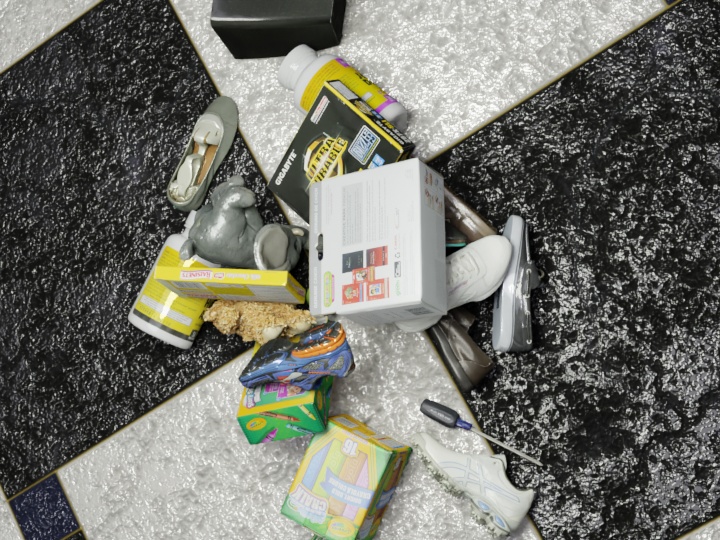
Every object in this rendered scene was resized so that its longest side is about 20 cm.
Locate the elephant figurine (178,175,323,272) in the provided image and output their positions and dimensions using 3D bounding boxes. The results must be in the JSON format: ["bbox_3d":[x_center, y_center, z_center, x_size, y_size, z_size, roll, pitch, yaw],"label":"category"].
[{"bbox_3d":[-0.149,-0.034,1.605,0.200,0.142,0.155,42,96,-19],"label":"elephant figurine"}]

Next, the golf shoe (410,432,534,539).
[{"bbox_3d":[0.163,0.293,1.569,0.200,0.078,0.097,43,79,10],"label":"golf shoe"}]

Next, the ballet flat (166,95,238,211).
[{"bbox_3d":[-0.254,-0.190,1.731,0.067,0.064,0.201,22,90,17],"label":"ballet flat"}]

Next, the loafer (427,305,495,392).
[{"bbox_3d":[0.135,0.079,1.595,0.071,0.073,0.201,-27,79,-1],"label":"loafer"}]

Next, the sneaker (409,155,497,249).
[{"bbox_3d":[0.110,-0.095,1.614,0.200,0.070,0.076,44,102,17],"label":"sneaker"}]

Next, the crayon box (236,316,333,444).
[{"bbox_3d":[-0.104,0.160,1.590,0.118,0.200,0.058,-13,123,15],"label":"crayon box"}]

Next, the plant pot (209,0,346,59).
[{"bbox_3d":[-0.114,-0.436,1.658,0.176,0.200,0.201,8,86,6],"label":"plant pot"}]

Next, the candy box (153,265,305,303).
[{"bbox_3d":[-0.187,0.020,1.556,0.199,0.102,0.027,3,76,13],"label":"candy box"}]

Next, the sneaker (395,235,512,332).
[{"bbox_3d":[0.131,0.016,1.516,0.200,0.100,0.075,-36,70,-2],"label":"sneaker"}]

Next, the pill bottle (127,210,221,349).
[{"bbox_3d":[-0.273,0.012,1.689,0.111,0.111,0.201,26,88,17],"label":"pill bottle"}]

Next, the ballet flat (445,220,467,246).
[{"bbox_3d":[0.070,-0.063,1.588,0.199,0.068,0.069,-4,90,42],"label":"ballet flat"}]

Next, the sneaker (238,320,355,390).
[{"bbox_3d":[-0.091,0.137,1.497,0.199,0.075,0.079,-18,113,37],"label":"sneaker"}]

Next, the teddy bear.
[{"bbox_3d":[-0.154,0.065,1.618,0.144,0.200,0.067,-13,102,-19],"label":"teddy bear"}]

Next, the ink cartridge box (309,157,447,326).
[{"bbox_3d":[0.022,-0.033,1.473,0.175,0.084,0.201,-9,71,29],"label":"ink cartridge box"}]

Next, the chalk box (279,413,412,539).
[{"bbox_3d":[-0.028,0.329,1.583,0.123,0.124,0.201,23,92,17],"label":"chalk box"}]

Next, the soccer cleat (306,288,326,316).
[{"bbox_3d":[0.000,0.000,1.616,0.199,0.067,0.081,-23,44,28],"label":"soccer cleat"}]

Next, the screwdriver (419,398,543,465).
[{"bbox_3d":[0.179,0.237,1.584,0.199,0.028,0.029,21,62,15],"label":"screwdriver"}]

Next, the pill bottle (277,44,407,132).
[{"bbox_3d":[-0.032,-0.262,1.653,0.200,0.104,0.104,39,96,15],"label":"pill bottle"}]

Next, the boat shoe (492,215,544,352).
[{"bbox_3d":[0.236,0.021,1.572,0.066,0.070,0.201,7,79,-6],"label":"boat shoe"}]

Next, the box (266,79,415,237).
[{"bbox_3d":[-0.032,-0.155,1.595,0.160,0.049,0.200,42,122,12],"label":"box"}]
